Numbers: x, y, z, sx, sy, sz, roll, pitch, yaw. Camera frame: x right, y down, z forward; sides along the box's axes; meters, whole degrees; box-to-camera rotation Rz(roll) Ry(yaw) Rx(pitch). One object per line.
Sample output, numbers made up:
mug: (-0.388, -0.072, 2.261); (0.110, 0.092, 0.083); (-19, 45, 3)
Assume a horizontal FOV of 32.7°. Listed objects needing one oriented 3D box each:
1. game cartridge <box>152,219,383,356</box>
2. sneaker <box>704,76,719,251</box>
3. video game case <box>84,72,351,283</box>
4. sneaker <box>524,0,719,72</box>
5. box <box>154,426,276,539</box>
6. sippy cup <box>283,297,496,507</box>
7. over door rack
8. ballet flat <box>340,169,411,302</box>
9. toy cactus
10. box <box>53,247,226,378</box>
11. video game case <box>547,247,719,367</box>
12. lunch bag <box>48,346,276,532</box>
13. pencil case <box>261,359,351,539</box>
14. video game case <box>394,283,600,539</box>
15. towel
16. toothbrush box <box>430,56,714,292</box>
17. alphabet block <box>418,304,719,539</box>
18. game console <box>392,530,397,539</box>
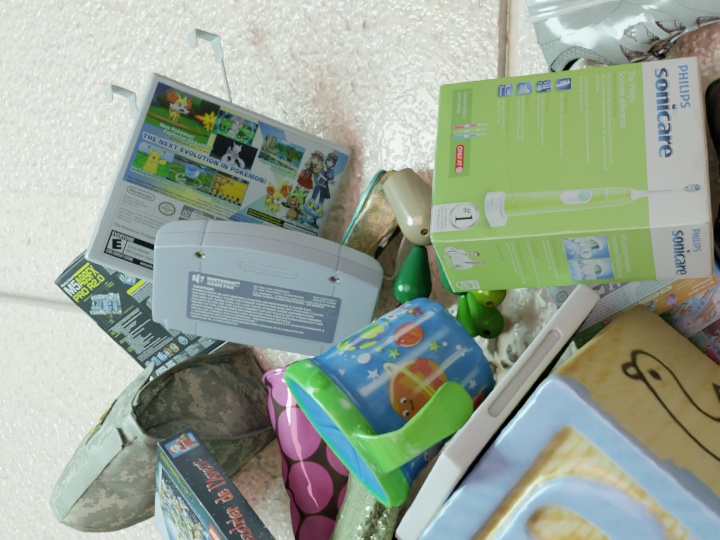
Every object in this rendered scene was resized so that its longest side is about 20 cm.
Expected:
game cartridge: (-0.084, 0.016, 1.091); (0.199, 0.041, 0.133); (11, 142, -3)
sneaker: (0.300, -0.051, 0.906); (0.077, 0.084, 0.201); (-18, 84, 35)
video game case: (-0.131, -0.063, 1.145); (0.022, 0.200, 0.183); (-157, 87, -76)
sneaker: (0.227, -0.194, 0.964); (0.200, 0.075, 0.082); (2, 110, 42)
box: (-0.118, 0.257, 1.102); (0.200, 0.038, 0.137); (47, 144, 30)
sippy cup: (0.030, 0.094, 0.971); (0.130, 0.140, 0.178); (-38, 51, -13)
over door rack: (-0.161, -0.123, 1.238); (0.148, 0.067, 0.200); (-25, 83, 35)
ballet flat: (0.000, 0.000, 1.143); (0.071, 0.071, 0.200); (43, 117, 24)
toy cactus: (0.082, -0.017, 1.049); (0.200, 0.102, 0.165); (-46, 68, 37)
box: (-0.192, 0.013, 1.236); (0.160, 0.044, 0.200); (46, 129, -12)
video game case: (0.234, 0.030, 1.003); (0.143, 0.018, 0.200); (-32, 76, 33)
lunch bag: (-0.199, 0.169, 1.215); (0.164, 0.200, 0.118); (-46, 69, 31)
pencil case: (-0.043, 0.185, 1.181); (0.091, 0.094, 0.201); (-8, 88, -7)
video game case: (0.103, 0.118, 0.958); (0.023, 0.182, 0.200); (37, 153, 12)
towel: (-0.002, 0.230, 1.058); (0.036, 0.148, 0.200); (22, 67, -5)
toothbrush box: (0.161, -0.070, 0.932); (0.199, 0.086, 0.146); (-5, 60, 16)
alphabet block: (0.194, 0.173, 0.914); (0.195, 0.200, 0.197); (42, 119, 12)
game console: (0.078, 0.345, 1.092); (0.118, 0.170, 0.200); (50, 123, 52)
